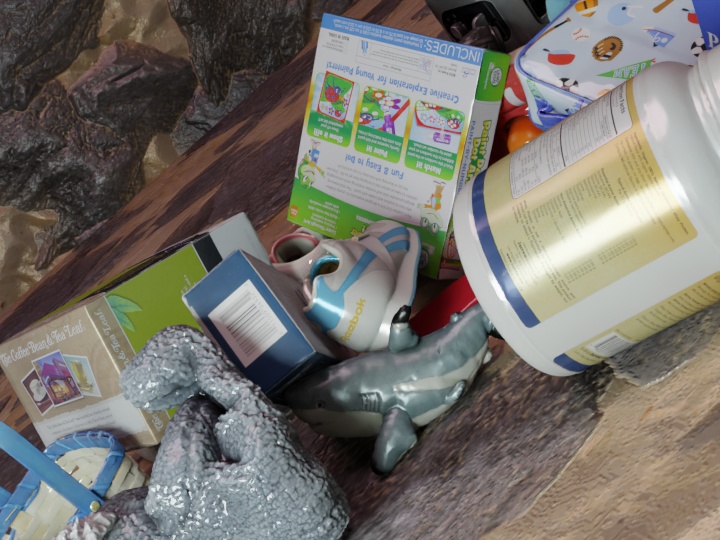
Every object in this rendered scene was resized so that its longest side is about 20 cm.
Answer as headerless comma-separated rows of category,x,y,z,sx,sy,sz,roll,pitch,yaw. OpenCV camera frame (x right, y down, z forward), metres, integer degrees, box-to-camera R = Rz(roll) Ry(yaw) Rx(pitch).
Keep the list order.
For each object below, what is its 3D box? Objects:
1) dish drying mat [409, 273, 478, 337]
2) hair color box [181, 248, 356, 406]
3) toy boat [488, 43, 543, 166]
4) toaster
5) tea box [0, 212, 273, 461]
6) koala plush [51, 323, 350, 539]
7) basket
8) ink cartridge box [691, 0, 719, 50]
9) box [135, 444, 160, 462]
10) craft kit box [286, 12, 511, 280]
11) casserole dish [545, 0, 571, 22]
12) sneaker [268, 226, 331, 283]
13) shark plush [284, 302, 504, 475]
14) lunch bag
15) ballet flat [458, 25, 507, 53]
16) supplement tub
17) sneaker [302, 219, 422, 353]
dish drying mat,0.086,0.024,1.063,0.199,0.018,0.077,-41,15,1
hair color box,-0.062,0.053,1.024,0.060,0.100,0.200,-39,-14,4
toy boat,0.152,-0.112,1.142,0.199,0.129,0.133,-22,54,48
toaster,0.195,-0.269,1.314,0.200,0.182,0.118,-43,21,-13
tea box,-0.193,0.066,1.176,0.196,0.135,0.199,-33,8,-39
koala plush,-0.124,0.176,0.869,0.199,0.179,0.183,-40,36,-15
basket,-0.258,0.189,1.058,0.175,0.200,0.140,-16,34,55
ink cartridge box,0.292,-0.161,0.829,0.044,0.095,0.200,-37,37,-8
box,-0.154,0.134,1.281,0.144,0.036,0.199,-45,18,-18
craft kit box,0.028,-0.115,1.157,0.198,0.048,0.201,23,104,41
casserole dish,0.218,-0.234,1.140,0.038,0.199,0.123,-10,69,40
sneaker,-0.057,0.006,1.279,0.075,0.105,0.200,-47,16,-20
shark plush,0.044,0.064,0.929,0.199,0.084,0.091,-34,17,20
lunch bag,0.220,-0.148,0.986,0.199,0.076,0.160,29,68,40
ballet flat,0.115,-0.170,1.264,0.056,0.201,0.067,-20,61,-1
supplement tub,0.172,-0.037,0.801,0.199,0.145,0.145,-31,18,27
sneaker,0.000,0.000,1.046,0.200,0.080,0.077,-84,18,-72
